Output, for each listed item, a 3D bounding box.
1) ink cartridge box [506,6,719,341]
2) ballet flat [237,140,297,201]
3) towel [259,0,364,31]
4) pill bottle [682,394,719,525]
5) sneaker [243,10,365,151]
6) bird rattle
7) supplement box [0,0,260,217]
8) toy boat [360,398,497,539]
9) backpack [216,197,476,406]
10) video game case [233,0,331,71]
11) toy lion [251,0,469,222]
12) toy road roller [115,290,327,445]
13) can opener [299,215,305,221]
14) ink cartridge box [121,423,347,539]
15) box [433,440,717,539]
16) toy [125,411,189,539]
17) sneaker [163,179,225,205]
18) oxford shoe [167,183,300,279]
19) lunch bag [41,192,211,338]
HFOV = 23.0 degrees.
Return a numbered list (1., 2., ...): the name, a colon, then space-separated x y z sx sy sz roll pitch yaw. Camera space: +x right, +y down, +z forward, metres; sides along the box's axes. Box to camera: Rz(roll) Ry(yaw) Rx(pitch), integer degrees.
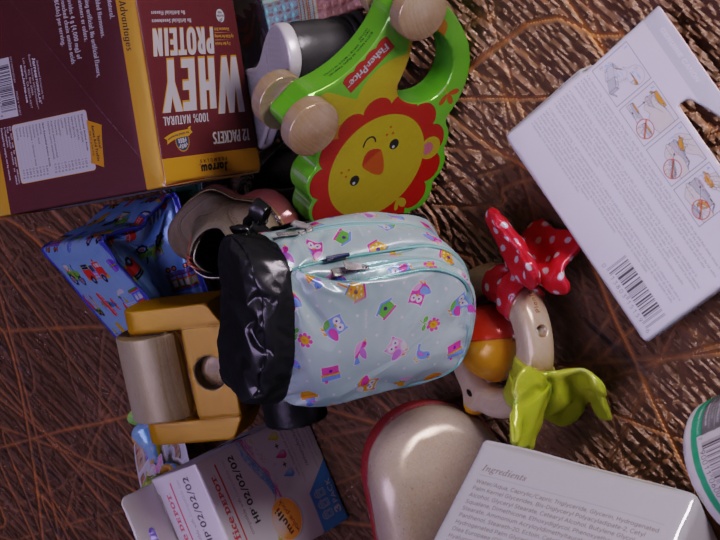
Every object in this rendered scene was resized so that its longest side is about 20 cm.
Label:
1. ink cartridge box: 0.230 -0.075 1.360 0.173 0.043 0.201 -40 78 35
2. ballet flat: -0.043 -0.104 1.564 0.199 0.046 0.068 -25 89 41
3. towel: -0.044 -0.310 1.494 0.146 0.022 0.202 -14 92 32
4. pill bottle: 0.343 0.114 1.286 0.199 0.113 0.114 -32 84 40
5. sneaker: -0.042 -0.159 1.517 0.200 0.098 0.071 131 125 -66
6. bird rattle: 0.118 0.051 1.459 0.163 0.112 0.202 -16 91 57
7. supplement box: -0.216 -0.161 1.525 0.199 0.132 0.199 -7 93 34
8. toy boat: 0.060 0.209 1.555 0.131 0.130 0.202 -159 56 -66
9. backpack: -0.009 0.030 1.427 0.127 0.198 0.168 -124 32 -45
10. video game case: -0.112 -0.245 1.589 0.183 0.023 0.200 53 129 12
11. toy lion: 0.015 -0.124 1.447 0.200 0.192 0.069 -47 47 -2
12. toy road roller: -0.105 0.072 1.590 0.198 0.146 0.124 -7 101 18
13. can opener: 0.000 0.000 1.574 0.200 0.053 0.067 42 94 21
14. ink cartridge box: -0.113 0.218 1.626 0.068 0.199 0.116 -24 90 40
15. box: 0.172 0.270 1.385 0.199 0.172 0.199 12 150 36
16. toy: -0.203 0.221 1.739 0.115 0.047 0.201 -58 36 42
17. sneaker: -0.191 -0.146 1.672 0.201 0.074 0.087 65 164 -7
18. oxford shoe: -0.128 -0.029 1.522 0.200 0.075 0.071 -8 112 60
19. lunch bag: -0.195 0.039 1.684 0.150 0.094 0.201 -4 117 58
